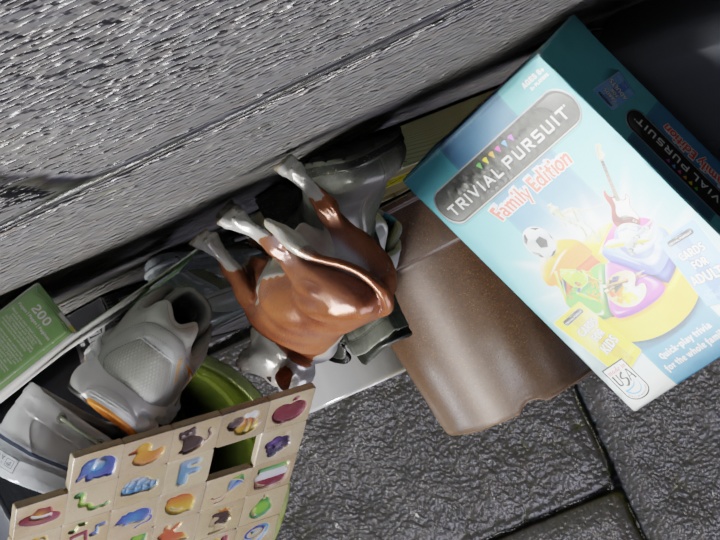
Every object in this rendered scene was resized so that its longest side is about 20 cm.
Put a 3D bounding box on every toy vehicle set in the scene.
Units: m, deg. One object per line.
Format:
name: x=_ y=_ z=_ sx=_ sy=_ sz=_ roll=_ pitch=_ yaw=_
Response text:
toy vehicle set: x=0.022 y=-0.072 z=1.355 sx=0.124 sy=0.027 sz=0.200 roll=-23 pitch=177 yaw=-33

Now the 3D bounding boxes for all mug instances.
mug: x=-0.017 y=0.032 z=1.773 sx=0.149 sy=0.153 sz=0.187 roll=-27 pitch=177 yaw=40

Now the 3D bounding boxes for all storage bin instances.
storage bin: x=0.227 y=-0.091 z=1.142 sx=0.134 sy=0.200 sz=0.146 roll=-14 pitch=-154 yaw=28

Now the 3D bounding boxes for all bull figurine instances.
bull figurine: x=-0.043 y=0.008 z=1.191 sx=0.065 sy=0.121 sz=0.200 roll=-47 pitch=-173 yaw=-28

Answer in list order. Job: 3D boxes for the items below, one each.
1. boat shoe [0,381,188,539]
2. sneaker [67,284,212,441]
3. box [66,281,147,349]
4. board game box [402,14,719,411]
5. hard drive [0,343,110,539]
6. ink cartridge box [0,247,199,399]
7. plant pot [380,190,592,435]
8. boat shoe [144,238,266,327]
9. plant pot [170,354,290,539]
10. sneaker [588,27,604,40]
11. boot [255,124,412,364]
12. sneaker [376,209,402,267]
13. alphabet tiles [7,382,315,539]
boat shoe: x=-0.153 y=0.128 z=1.281 sx=0.200 sy=0.074 sz=0.067 roll=27 pitch=92 yaw=-48
sneaker: x=-0.128 y=0.050 z=1.258 sx=0.092 sy=0.076 sz=0.200 roll=-51 pitch=-173 yaw=2
box: x=-0.192 y=0.046 z=1.624 sx=0.160 sy=0.044 sz=0.200 roll=-26 pitch=177 yaw=36
board game box: x=0.141 y=-0.028 z=1.128 sx=0.047 sy=0.200 sz=0.151 roll=-48 pitch=-176 yaw=-40
hard drive: x=-0.187 y=0.166 z=1.356 sx=0.135 sy=0.200 sz=0.042 roll=-36 pitch=-165 yaw=-22
ink cartridge box: x=-0.201 y=0.035 z=1.265 sx=0.200 sy=0.048 sz=0.146 roll=-39 pitch=-178 yaw=-14
plant pot: x=0.090 y=0.013 z=1.565 sx=0.200 sy=0.198 sz=0.200 roll=-27 pitch=-175 yaw=2
boat shoe: x=-0.103 y=0.003 z=1.462 sx=0.074 sy=0.065 sz=0.202 roll=-28 pitch=-179 yaw=23
plant pot: x=-0.171 y=0.144 z=1.489 sx=0.200 sy=0.200 sz=0.190 roll=-24 pitch=-169 yaw=-12
sneaker: x=0.162 y=-0.116 z=1.239 sx=0.200 sy=0.075 sz=0.085 roll=-16 pitch=-177 yaw=-38
boot: x=0.004 y=-0.012 z=1.239 sx=0.068 sy=0.131 sz=0.200 roll=-24 pitch=178 yaw=-20
sneaker: x=0.000 y=0.000 z=1.434 sx=0.087 sy=0.075 sz=0.200 roll=-51 pitch=174 yaw=-8
alphabet tiles: x=-0.130 y=0.151 z=1.236 sx=0.200 sy=0.008 sz=0.167 roll=-14 pitch=142 yaw=-28
